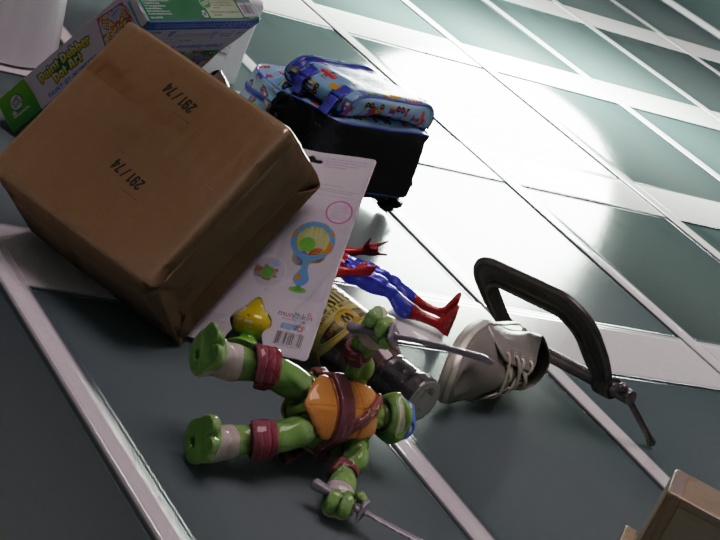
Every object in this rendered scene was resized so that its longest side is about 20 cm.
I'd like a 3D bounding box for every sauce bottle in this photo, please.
[{"bbox_3d":[-0.013,0.056,1.581,0.200,0.066,0.066,35,22,33],"label":"sauce bottle"}]

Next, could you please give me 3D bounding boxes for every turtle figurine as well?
[{"bbox_3d":[-0.018,0.099,1.349,0.193,0.144,0.200,8,21,-29],"label":"turtle figurine"}]

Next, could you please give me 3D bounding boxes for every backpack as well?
[{"bbox_3d":[-0.044,-0.165,2.025,0.182,0.135,0.200,6,23,-45],"label":"backpack"}]

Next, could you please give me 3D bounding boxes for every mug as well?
[{"bbox_3d":[-0.391,-0.328,2.016,0.186,0.154,0.149,32,22,23],"label":"mug"}]

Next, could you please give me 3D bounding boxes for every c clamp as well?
[{"bbox_3d":[0.180,0.070,1.735,0.200,0.027,0.171,32,-25,44],"label":"c clamp"}]

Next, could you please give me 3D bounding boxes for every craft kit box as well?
[{"bbox_3d":[-0.226,-0.207,1.840,0.049,0.197,0.200,58,27,10],"label":"craft kit box"}]

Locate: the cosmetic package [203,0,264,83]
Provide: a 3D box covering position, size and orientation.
[{"bbox_3d":[-0.201,-0.323,2.289,0.081,0.113,0.200,12,24,-28],"label":"cosmetic package"}]

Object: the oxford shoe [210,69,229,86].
[{"bbox_3d":[-0.215,-0.156,1.836,0.200,0.073,0.071,-13,7,-37],"label":"oxford shoe"}]

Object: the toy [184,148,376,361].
[{"bbox_3d":[-0.067,-0.011,1.577,0.115,0.047,0.200,11,58,15],"label":"toy"}]

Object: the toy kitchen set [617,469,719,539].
[{"bbox_3d":[0.259,0.222,1.287,0.163,0.181,0.200,27,24,7],"label":"toy kitchen set"}]

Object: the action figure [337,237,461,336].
[{"bbox_3d":[0.000,0.000,1.777,0.199,0.052,0.065,21,23,-1],"label":"action figure"}]

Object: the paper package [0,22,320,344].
[{"bbox_3d":[-0.169,-0.075,1.545,0.200,0.191,0.104,34,-18,27],"label":"paper package"}]

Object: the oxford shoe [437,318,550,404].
[{"bbox_3d":[0.121,0.083,1.656,0.058,0.075,0.200,28,14,20],"label":"oxford shoe"}]
